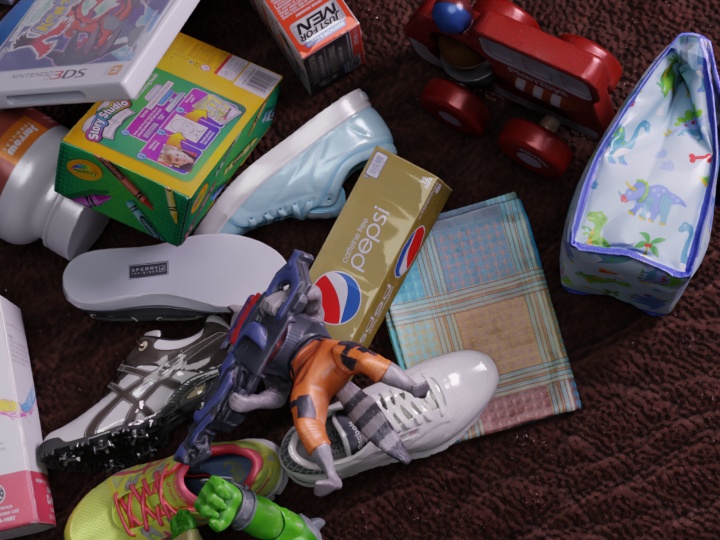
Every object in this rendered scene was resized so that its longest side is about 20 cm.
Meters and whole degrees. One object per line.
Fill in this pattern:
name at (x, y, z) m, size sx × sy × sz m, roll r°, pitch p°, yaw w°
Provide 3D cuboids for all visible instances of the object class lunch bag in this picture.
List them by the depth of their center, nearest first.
lunch bag at (0.246, -0.079, 1.386) m, size 0.127 × 0.170 × 0.201 m, roll 15°, pitch 78°, yaw 6°

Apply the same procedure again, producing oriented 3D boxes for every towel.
towel at (0.096, 0.043, 1.445) m, size 0.146 × 0.022 × 0.201 m, roll -16°, pitch 79°, yaw 0°

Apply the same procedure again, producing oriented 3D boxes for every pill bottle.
pill bottle at (-0.313, -0.094, 1.444) m, size 0.199 × 0.112 × 0.113 m, roll 30°, pitch 82°, yaw 8°

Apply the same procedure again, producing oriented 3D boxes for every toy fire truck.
toy fire truck at (0.125, -0.177, 1.404) m, size 0.199 × 0.168 × 0.112 m, roll 29°, pitch 81°, yaw 20°

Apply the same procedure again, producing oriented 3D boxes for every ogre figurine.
ogre figurine at (-0.099, 0.265, 1.358) m, size 0.119 × 0.098 × 0.201 m, roll 8°, pitch 89°, yaw -28°

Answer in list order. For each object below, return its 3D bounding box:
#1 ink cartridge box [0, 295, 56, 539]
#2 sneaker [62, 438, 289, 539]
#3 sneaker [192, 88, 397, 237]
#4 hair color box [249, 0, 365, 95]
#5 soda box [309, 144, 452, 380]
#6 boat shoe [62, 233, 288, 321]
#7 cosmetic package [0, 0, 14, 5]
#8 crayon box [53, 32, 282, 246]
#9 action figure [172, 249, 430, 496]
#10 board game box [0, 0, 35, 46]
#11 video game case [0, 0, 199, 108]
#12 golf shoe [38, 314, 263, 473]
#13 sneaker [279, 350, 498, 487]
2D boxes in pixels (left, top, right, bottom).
ink cartridge box at (-0.350, 0.134, 1.415) m, size 0.147 × 0.086 × 0.201 m, roll -11°, pitch 77°, yaw 1°
sneaker at (-0.160, 0.186, 1.393) m, size 0.199 × 0.090 × 0.078 m, roll -24°, pitch 79°, yaw -2°
sneaker at (-0.054, -0.068, 1.448) m, size 0.200 × 0.074 × 0.082 m, roll -39°, pitch 86°, yaw 1°
hair color box at (-0.075, -0.264, 1.467) m, size 0.064 × 0.111 × 0.201 m, roll -31°, pitch 80°, yaw -3°
soda box at (0.000, 0.000, 1.416) m, size 0.064 × 0.068 × 0.201 m, roll 29°, pitch 91°, yaw 15°
boat shoe at (-0.155, 0.011, 1.432) m, size 0.199 × 0.057 × 0.069 m, roll -1°, pitch 65°, yaw 10°
cosmetic package at (-0.326, -0.354, 1.500) m, size 0.090 × 0.107 × 0.201 m, roll 15°, pitch 78°, yaw 5°
crayon box at (-0.160, -0.118, 1.414) m, size 0.118 × 0.058 × 0.200 m, roll 24°, pitch 42°, yaw 7°
action figure at (-0.054, 0.098, 1.331) m, size 0.200 × 0.104 × 0.194 m, roll -53°, pitch 51°, yaw 12°
board game box at (-0.245, -0.207, 1.465) m, size 0.157 × 0.039 × 0.200 m, roll -27°, pitch 37°, yaw 8°
video game case at (-0.217, -0.213, 1.398) m, size 0.181 × 0.023 × 0.200 m, roll 0°, pitch 48°, yaw 34°
golf shoe at (-0.187, 0.106, 1.426) m, size 0.199 × 0.078 × 0.095 m, roll -22°, pitch 68°, yaw -9°
sneaker at (0.027, 0.123, 1.384) m, size 0.199 × 0.081 × 0.077 m, roll -27°, pitch 76°, yaw -7°
